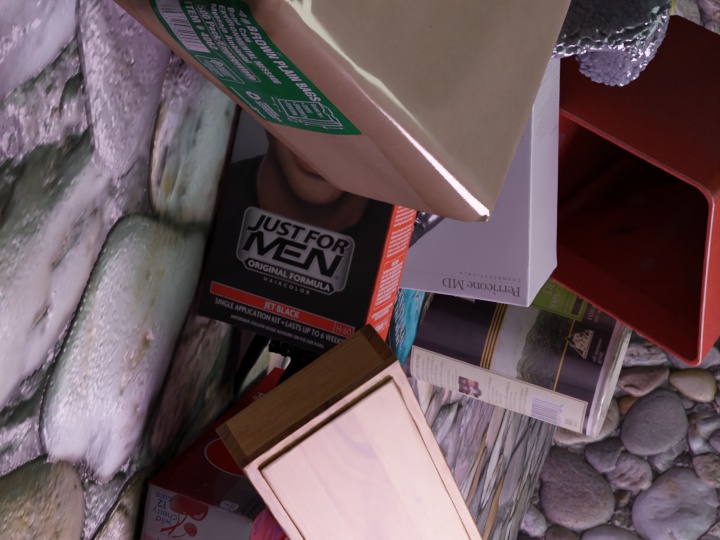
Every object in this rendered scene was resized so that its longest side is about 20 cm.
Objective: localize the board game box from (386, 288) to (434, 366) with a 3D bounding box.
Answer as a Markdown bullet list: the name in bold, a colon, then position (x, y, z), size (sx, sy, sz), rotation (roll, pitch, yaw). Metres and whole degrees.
- **board game box**: position (0.038, -0.008, 1.270), size (0.201, 0.028, 0.136), rotation (86, 25, -56)

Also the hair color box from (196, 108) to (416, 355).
- **hair color box**: position (-0.016, -0.061, 0.831), size (0.061, 0.100, 0.202), rotation (-25, 129, -72)

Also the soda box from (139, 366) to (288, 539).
- **soda box**: position (-0.064, 0.129, 0.933), size (0.200, 0.069, 0.064), rotation (-39, 143, -65)

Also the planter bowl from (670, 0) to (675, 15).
- **planter bowl**: position (0.217, -0.231, 1.307), size (0.200, 0.083, 0.203), rotation (-170, -90, -76)

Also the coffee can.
- **coffee can**: position (0.149, 0.059, 1.433), size (0.146, 0.198, 0.148), rotation (17, 90, -77)

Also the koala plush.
- **koala plush**: position (0.070, -0.166, 0.951), size (0.200, 0.182, 0.179), rotation (99, -25, -76)

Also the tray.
- **tray**: position (0.002, 0.126, 0.853), size (0.098, 0.037, 0.201), rotation (-34, 136, -8)

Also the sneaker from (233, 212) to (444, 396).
- **sneaker**: position (-0.002, -0.002, 0.923), size (0.200, 0.060, 0.105), rotation (-43, -160, 30)

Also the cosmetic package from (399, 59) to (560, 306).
- **cosmetic package**: position (0.086, -0.084, 1.123), size (0.081, 0.112, 0.202), rotation (-45, 136, -58)

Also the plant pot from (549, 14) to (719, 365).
- **plant pot**: position (0.246, -0.085, 1.214), size (0.176, 0.199, 0.201), rotation (-40, 145, -25)

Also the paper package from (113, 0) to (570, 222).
- **paper package**: position (0.007, -0.149, 0.667), size (0.200, 0.103, 0.192), rotation (40, 66, -50)
